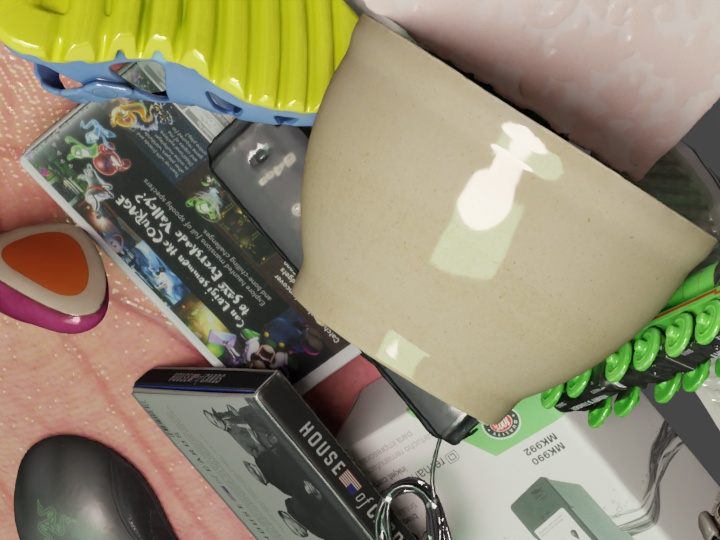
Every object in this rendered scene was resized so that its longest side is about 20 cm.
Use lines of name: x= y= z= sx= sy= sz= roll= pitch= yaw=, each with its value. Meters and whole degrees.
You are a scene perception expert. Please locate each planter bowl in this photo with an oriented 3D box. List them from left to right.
planter bowl: x=0.049 y=-0.013 z=1.376 sx=0.200 sy=0.200 sz=0.135 roll=33 pitch=94 yaw=-3

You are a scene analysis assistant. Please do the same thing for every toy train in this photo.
toy train: x=0.147 y=0.033 z=1.423 sx=0.042 sy=0.057 sz=0.200 roll=23 pitch=158 yaw=-17

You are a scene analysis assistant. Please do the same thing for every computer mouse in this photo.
computer mouse: x=-0.137 y=0.187 z=1.725 sx=0.138 sy=0.053 sz=0.200 roll=-26 pitch=109 yaw=31
computer mouse: x=0.047 y=0.079 z=1.499 sx=0.058 sy=0.034 sz=0.201 roll=15 pitch=98 yaw=13

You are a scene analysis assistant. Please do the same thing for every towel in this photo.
towel: x=0.122 y=-0.158 z=1.364 sx=0.200 sy=0.032 sz=0.191 roll=31 pitch=107 yaw=-33

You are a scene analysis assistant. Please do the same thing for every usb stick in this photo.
usb stick: x=0.000 y=0.000 z=1.471 sx=0.055 sy=0.033 sz=0.200 roll=-42 pitch=83 yaw=16

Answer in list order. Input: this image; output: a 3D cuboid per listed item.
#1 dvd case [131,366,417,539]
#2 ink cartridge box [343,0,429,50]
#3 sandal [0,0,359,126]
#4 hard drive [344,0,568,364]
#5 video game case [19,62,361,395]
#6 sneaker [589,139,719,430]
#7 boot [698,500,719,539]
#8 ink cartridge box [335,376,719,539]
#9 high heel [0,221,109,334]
dvd case: x=-0.043 y=0.115 z=1.596 sx=0.150 sy=0.025 sz=0.200 roll=51 pitch=162 yaw=-14
ink cartridge box: x=0.044 y=-0.195 z=1.399 sx=0.115 sy=0.068 sz=0.201 roll=25 pitch=113 yaw=3
sandal: x=-0.089 y=-0.113 z=1.450 sx=0.199 sy=0.080 sz=0.087 roll=13 pitch=159 yaw=-2
hard drive: x=0.011 y=-0.059 z=1.534 sx=0.139 sy=0.038 sz=0.200 roll=36 pitch=125 yaw=-4
video game case: x=-0.055 y=-0.037 z=1.535 sx=0.182 sy=0.023 sz=0.200 roll=-36 pitch=104 yaw=32
sneaker: x=0.187 y=0.013 z=1.501 sx=0.078 sy=0.079 sz=0.201 roll=-33 pitch=81 yaw=29
boot: x=0.254 y=0.151 z=1.486 sx=0.199 sy=0.069 sz=0.175 roll=-17 pitch=141 yaw=-20
ink cartridge box: x=0.101 y=0.128 z=1.587 sx=0.146 sy=0.084 sz=0.200 roll=-33 pitch=105 yaw=32
high heel: x=-0.188 y=0.017 z=1.585 sx=0.067 sy=0.200 sz=0.097 roll=-12 pitch=118 yaw=-25
